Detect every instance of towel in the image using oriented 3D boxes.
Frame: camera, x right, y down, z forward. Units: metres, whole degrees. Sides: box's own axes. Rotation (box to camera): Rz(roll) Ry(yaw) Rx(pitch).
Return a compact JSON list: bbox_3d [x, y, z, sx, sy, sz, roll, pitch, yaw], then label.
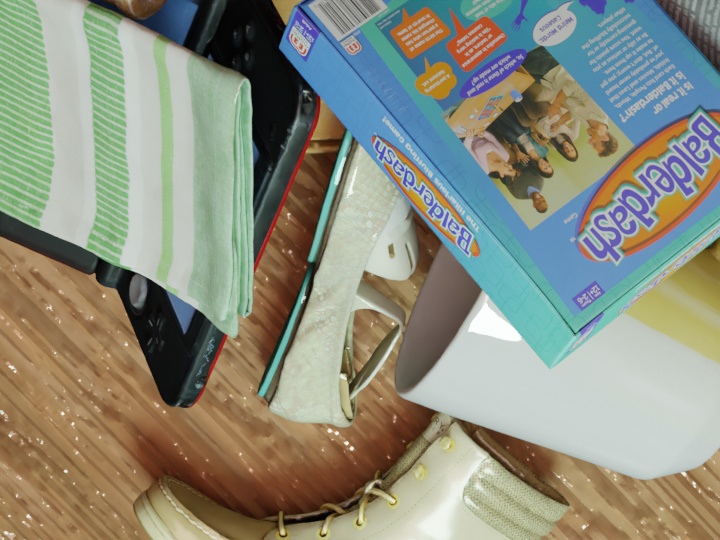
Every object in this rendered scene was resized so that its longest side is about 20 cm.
[{"bbox_3d":[-0.133,-0.065,1.202,0.199,0.023,0.153,28,137,27],"label":"towel"}]

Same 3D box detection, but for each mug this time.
[{"bbox_3d":[0.125,0.017,1.240,0.152,0.150,0.187,27,131,-9],"label":"mug"}]

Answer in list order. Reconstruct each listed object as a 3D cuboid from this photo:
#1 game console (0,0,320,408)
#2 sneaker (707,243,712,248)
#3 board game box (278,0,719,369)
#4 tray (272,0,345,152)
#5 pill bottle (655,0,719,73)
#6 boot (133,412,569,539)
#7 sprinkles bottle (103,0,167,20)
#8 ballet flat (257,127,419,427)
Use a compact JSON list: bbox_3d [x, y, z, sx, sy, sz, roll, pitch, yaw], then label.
[{"bbox_3d":[-0.124,-0.059,1.250,0.118,0.173,0.201,5,126,-28],"label":"game console"},{"bbox_3d":[0.256,-0.037,1.295,0.199,0.074,0.082,-23,121,4],"label":"sneaker"},{"bbox_3d":[0.083,-0.077,1.169,0.152,0.045,0.200,-35,78,-24],"label":"board game box"},{"bbox_3d":[0.024,-0.113,1.299,0.198,0.037,0.099,-2,103,2],"label":"tray"},{"bbox_3d":[0.216,-0.134,1.213,0.199,0.116,0.117,28,103,27],"label":"pill bottle"},{"bbox_3d":[-0.005,0.128,1.337,0.199,0.073,0.156,34,102,-10],"label":"boot"},{"bbox_3d":[-0.175,-0.187,1.192,0.199,0.068,0.069,26,102,15],"label":"sprinkles bottle"},{"bbox_3d":[0.000,0.000,1.294,0.062,0.068,0.201,19,129,0],"label":"ballet flat"}]
